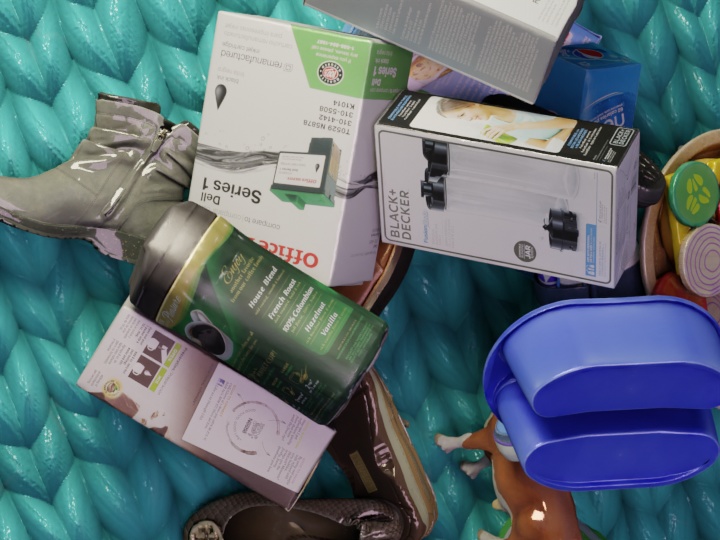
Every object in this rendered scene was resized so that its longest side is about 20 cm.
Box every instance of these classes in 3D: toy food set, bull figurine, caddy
[{"bbox_3d":[0.306,-0.017,1.532,0.198,0.049,0.201,-19,105,-33],"label":"toy food set"},{"bbox_3d":[0.136,0.172,1.607,0.121,0.201,0.065,-26,147,29],"label":"bull figurine"},{"bbox_3d":[0.198,0.091,1.453,0.199,0.105,0.142,-2,127,-8],"label":"caddy"}]

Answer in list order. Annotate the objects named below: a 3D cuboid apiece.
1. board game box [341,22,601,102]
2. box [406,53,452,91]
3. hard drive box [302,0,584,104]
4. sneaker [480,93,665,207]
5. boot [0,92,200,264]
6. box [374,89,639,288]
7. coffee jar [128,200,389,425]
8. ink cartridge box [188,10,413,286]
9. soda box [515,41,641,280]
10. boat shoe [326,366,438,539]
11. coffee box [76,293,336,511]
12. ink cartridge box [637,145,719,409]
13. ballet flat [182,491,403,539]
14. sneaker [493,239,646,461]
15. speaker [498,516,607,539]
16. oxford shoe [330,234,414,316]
[{"bbox_3d":[0.085,-0.181,1.566,0.200,0.037,0.152,28,94,-18],"label":"board game box"},{"bbox_3d":[0.111,-0.210,1.526,0.200,0.039,0.042,-29,106,-8],"label":"box"},{"bbox_3d":[0.079,-0.242,1.442,0.200,0.077,0.156,25,53,6],"label":"hard drive box"},{"bbox_3d":[0.146,-0.074,1.508,0.199,0.060,0.104,28,125,17],"label":"sneaker"},{"bbox_3d":[-0.226,-0.087,1.500,0.199,0.068,0.131,17,90,-23],"label":"boot"},{"bbox_3d":[0.114,-0.065,1.447,0.199,0.060,0.117,13,129,21],"label":"box"},{"bbox_3d":[-0.083,0.031,1.432,0.200,0.104,0.085,32,64,-2],"label":"coffee jar"},{"bbox_3d":[-0.052,-0.097,1.490,0.146,0.084,0.201,13,99,24],"label":"ink cartridge box"},{"bbox_3d":[0.181,-0.087,1.567,0.064,0.068,0.201,-10,117,-32],"label":"soda box"},{"bbox_3d":[0.011,0.141,1.604,0.072,0.076,0.201,-20,92,31],"label":"boat shoe"},{"bbox_3d":[-0.123,0.103,1.512,0.200,0.113,0.080,31,95,-5],"label":"coffee box"},{"bbox_3d":[0.314,0.012,1.640,0.145,0.084,0.200,24,95,-18],"label":"ink cartridge box"},{"bbox_3d":[-0.061,0.224,1.569,0.199,0.046,0.068,-4,102,17],"label":"ballet flat"},{"bbox_3d":[0.158,0.044,1.525,0.200,0.081,0.147,-41,116,-6],"label":"sneaker"},{"bbox_3d":[0.195,0.278,1.600,0.088,0.200,0.089,-9,113,-22],"label":"speaker"},{"bbox_3d":[0.000,0.000,1.554,0.071,0.071,0.200,23,70,13],"label":"oxford shoe"}]
